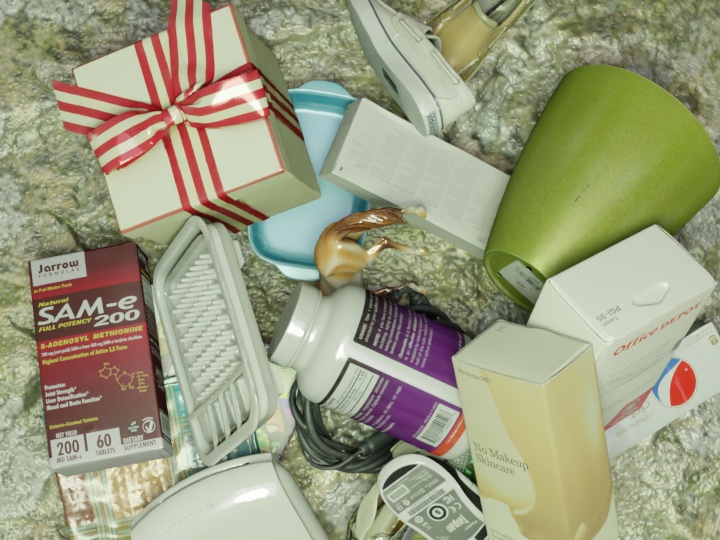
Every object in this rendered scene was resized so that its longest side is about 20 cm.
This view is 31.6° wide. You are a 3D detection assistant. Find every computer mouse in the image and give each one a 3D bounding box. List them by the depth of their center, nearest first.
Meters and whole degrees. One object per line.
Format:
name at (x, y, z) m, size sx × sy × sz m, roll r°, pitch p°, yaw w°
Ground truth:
computer mouse at (0.098, 0.234, 1.193) m, size 0.109 × 0.044 × 0.200 m, roll -37°, pitch 108°, yaw 23°

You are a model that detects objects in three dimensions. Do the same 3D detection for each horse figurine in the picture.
horse figurine at (0.000, 0.000, 1.232) m, size 0.131 × 0.201 × 0.050 m, roll -7°, pitch 51°, yaw -8°

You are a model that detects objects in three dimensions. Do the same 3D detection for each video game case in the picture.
video game case at (-0.164, 0.136, 1.262) m, size 0.199 × 0.036 × 0.182 m, roll 28°, pitch 86°, yaw -4°

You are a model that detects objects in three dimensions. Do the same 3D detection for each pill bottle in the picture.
pill bottle at (0.021, 0.085, 1.152) m, size 0.199 × 0.112 × 0.113 m, roll 25°, pitch 85°, yaw -10°

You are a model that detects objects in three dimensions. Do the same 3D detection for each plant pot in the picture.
plant pot at (0.209, -0.059, 1.210) m, size 0.187 × 0.187 × 0.200 m, roll 42°, pitch 70°, yaw -2°

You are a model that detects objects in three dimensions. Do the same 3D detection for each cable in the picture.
cable at (0.023, 0.121, 1.259) m, size 0.200 × 0.051 × 0.163 m, roll -47°, pitch 118°, yaw 0°

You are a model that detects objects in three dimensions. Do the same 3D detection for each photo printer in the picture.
photo printer at (-0.111, 0.276, 1.205) m, size 0.165 × 0.070 × 0.201 m, roll -26°, pitch 111°, yaw 3°

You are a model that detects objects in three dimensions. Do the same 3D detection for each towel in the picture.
towel at (-0.196, 0.181, 1.230) m, size 0.198 × 0.022 × 0.148 m, roll -13°, pitch 90°, yaw -4°

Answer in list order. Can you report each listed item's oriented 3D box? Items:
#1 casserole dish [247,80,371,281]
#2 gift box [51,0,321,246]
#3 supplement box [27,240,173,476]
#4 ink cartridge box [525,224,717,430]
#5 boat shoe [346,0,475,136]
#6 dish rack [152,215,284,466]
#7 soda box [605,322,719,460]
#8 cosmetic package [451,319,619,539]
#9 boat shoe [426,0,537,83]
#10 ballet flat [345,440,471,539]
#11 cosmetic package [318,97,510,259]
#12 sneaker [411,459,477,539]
casserole dish at (-0.048, -0.089, 1.284) m, size 0.120 × 0.039 × 0.202 m, roll 7°, pitch 86°, yaw -5°
gift box at (-0.160, -0.137, 1.181) m, size 0.184 × 0.187 × 0.201 m, roll -25°, pitch 81°, yaw 7°
supplement box at (-0.245, 0.083, 1.198) m, size 0.108 × 0.061 × 0.202 m, roll -11°, pitch 74°, yaw -1°
ink cartridge box at (0.215, 0.070, 1.149) m, size 0.146 × 0.201 × 0.083 m, roll -24°, pitch 59°, yaw -30°
boat shoe at (0.048, -0.216, 1.249) m, size 0.065 × 0.072 × 0.200 m, roll -25°, pitch 50°, yaw -7°
dish rack at (-0.128, 0.063, 1.156) m, size 0.043 × 0.172 × 0.201 m, roll -11°, pitch 73°, yaw -28°
soda box at (0.280, 0.130, 1.291) m, size 0.199 × 0.064 × 0.068 m, roll -30°, pitch 91°, yaw -5°
cosmetic package at (0.152, 0.152, 1.090) m, size 0.071 × 0.105 × 0.201 m, roll -33°, pitch 121°, yaw -35°
boat shoe at (0.114, -0.250, 1.287) m, size 0.072 × 0.076 × 0.200 m, roll 41°, pitch 85°, yaw -4°
ballet flat at (0.048, 0.203, 1.230) m, size 0.072 × 0.072 × 0.201 m, roll 32°, pitch 101°, yaw -3°
cosmetic package at (0.064, -0.088, 1.264) m, size 0.199 × 0.051 × 0.083 m, roll 26°, pitch 78°, yaw -18°
sneaker at (0.124, 0.203, 1.251) m, size 0.199 × 0.077 × 0.089 m, roll -30°, pitch 86°, yaw 16°
